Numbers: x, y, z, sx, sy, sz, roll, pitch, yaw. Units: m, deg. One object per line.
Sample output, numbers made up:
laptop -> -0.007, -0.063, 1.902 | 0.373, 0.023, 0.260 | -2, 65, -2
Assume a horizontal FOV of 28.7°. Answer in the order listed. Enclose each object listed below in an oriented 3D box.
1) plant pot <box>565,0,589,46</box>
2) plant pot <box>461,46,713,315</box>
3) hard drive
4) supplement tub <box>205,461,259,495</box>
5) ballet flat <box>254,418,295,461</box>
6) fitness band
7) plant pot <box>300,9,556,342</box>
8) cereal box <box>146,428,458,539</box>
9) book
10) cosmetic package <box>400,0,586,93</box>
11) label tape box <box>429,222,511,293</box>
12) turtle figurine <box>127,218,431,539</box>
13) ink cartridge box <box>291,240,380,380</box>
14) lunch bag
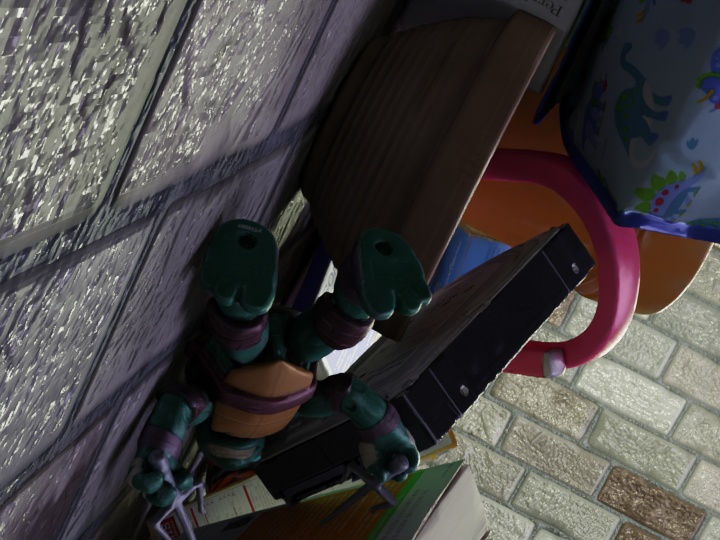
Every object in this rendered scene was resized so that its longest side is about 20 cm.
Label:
plant pot -> 0.178, -0.229, 1.221 | 0.200, 0.195, 0.197 | 103, 14, -59
plant pot -> 0.155, -0.086, 1.046 | 0.200, 0.182, 0.202 | -165, -90, -80
hard drive -> 0.039, 0.053, 0.818 | 0.139, 0.038, 0.200 | -31, -172, 45
supplement tub -> -0.047, 0.147, 1.119 | 0.123, 0.122, 0.200 | -65, 176, 36
ballet flat -> -0.058, 0.082, 0.898 | 0.073, 0.073, 0.200 | -63, 175, -3
fitness band -> 0.092, -0.007, 0.918 | 0.037, 0.199, 0.145 | -11, 103, -43
plant pot -> 0.027, -0.068, 0.804 | 0.202, 0.092, 0.201 | -63, 177, -7
cereal box -> -0.037, 0.142, 0.931 | 0.199, 0.040, 0.144 | -23, 172, -4
book -> -0.045, 0.165, 0.746 | 0.199, 0.048, 0.133 | -16, -171, 29
cosmetic package -> 0.114, -0.224, 0.895 | 0.071, 0.101, 0.201 | 109, 7, -64
label tape box -> 0.056, 0.003, 1.209 | 0.200, 0.066, 0.144 | -131, -125, -60
turtle figurine -> -0.045, 0.059, 0.657 | 0.149, 0.101, 0.201 | -13, 146, -28
ink cartridge box -> 0.000, 0.000, 1.011 | 0.201, 0.043, 0.199 | 73, 33, -55
lunch bag -> 0.190, -0.139, 0.852 | 0.201, 0.127, 0.171 | -109, -144, -53
